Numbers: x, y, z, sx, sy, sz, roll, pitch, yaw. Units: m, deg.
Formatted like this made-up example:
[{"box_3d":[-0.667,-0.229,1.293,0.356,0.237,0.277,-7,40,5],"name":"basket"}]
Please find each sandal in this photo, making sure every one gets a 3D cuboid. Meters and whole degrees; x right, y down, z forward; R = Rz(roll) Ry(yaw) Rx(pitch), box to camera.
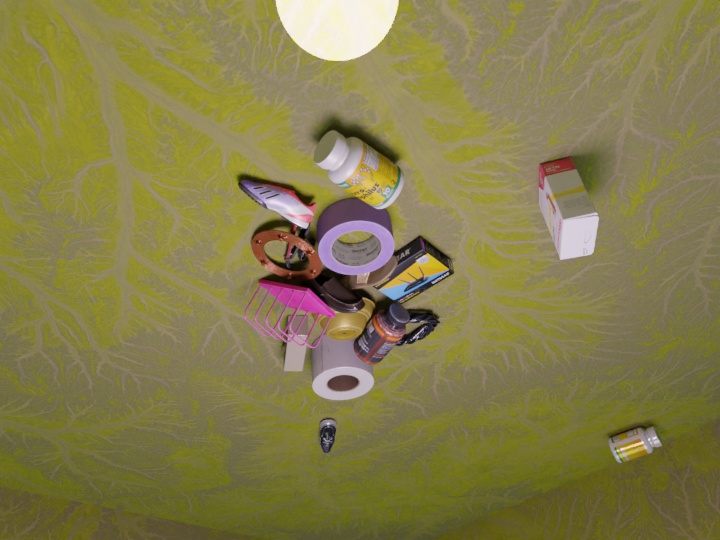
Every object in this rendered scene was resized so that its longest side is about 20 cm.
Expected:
[{"box_3d":[0.000,0.005,1.686,0.211,0.078,0.069,-27,137,30],"name":"sandal"}]

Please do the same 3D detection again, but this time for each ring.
[{"box_3d":[-0.197,-0.033,1.606,0.198,0.019,0.201,12,145,9],"name":"ring"}]

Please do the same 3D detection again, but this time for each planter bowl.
[{"box_3d":[-0.050,0.154,1.809,0.198,0.084,0.201,-6,153,-3],"name":"planter bowl"}]

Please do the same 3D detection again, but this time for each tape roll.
[{"box_3d":[-0.014,-0.085,1.575,0.198,0.086,0.201,-4,138,-3],"name":"tape roll"},{"box_3d":[-0.060,0.310,1.976,0.200,0.140,0.204,-3,138,-3],"name":"tape roll"}]

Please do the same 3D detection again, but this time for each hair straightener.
[{"box_3d":[-0.156,-0.062,1.614,0.076,0.041,0.201,6,137,-14],"name":"hair straightener"}]

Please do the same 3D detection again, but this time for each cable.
[{"box_3d":[0.156,0.187,1.934,0.198,0.051,0.164,-8,139,0],"name":"cable"}]

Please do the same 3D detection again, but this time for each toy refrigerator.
[{"box_3d":[-0.208,0.231,1.915,0.069,0.076,0.201,2,139,-10],"name":"toy refrigerator"}]

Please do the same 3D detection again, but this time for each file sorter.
[{"box_3d":[-0.201,0.124,1.687,0.199,0.126,0.139,8,153,40],"name":"file sorter"}]

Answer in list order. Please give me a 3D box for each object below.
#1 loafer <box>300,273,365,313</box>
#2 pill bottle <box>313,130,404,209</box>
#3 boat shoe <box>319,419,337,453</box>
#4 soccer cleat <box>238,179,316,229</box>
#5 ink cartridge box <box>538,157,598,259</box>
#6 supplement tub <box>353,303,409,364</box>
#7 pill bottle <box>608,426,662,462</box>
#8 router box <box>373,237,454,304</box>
[{"box_3d":[-0.078,0.054,1.684,0.198,0.073,0.072,22,126,16],"name":"loafer"},{"box_3d":[-0.005,-0.232,1.387,0.199,0.114,0.113,28,128,-34],"name":"pill bottle"},{"box_3d":[-0.131,0.664,2.423,0.071,0.068,0.201,2,138,-10],"name":"boat shoe"},{"box_3d":[-0.200,-0.176,1.473,0.199,0.068,0.074,30,96,-22],"name":"soccer cleat"},{"box_3d":[0.500,-0.150,1.482,0.082,0.201,0.146,-11,139,6],"name":"ink cartridge box"},{"box_3d":[0.067,0.188,1.828,0.106,0.108,0.200,17,131,-25],"name":"supplement tub"},{"box_3d":[1.206,0.758,2.669,0.199,0.114,0.113,-29,134,23],"name":"pill bottle"},{"box_3d":[0.141,0.006,1.722,0.199,0.051,0.149,-34,132,30],"name":"router box"}]
